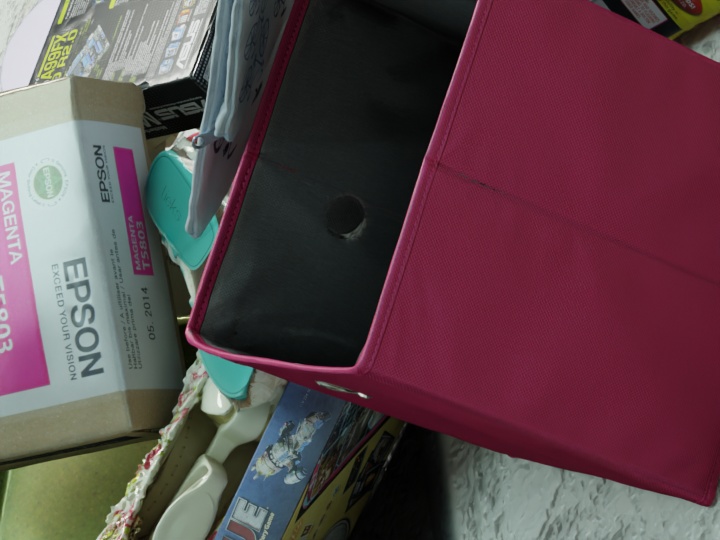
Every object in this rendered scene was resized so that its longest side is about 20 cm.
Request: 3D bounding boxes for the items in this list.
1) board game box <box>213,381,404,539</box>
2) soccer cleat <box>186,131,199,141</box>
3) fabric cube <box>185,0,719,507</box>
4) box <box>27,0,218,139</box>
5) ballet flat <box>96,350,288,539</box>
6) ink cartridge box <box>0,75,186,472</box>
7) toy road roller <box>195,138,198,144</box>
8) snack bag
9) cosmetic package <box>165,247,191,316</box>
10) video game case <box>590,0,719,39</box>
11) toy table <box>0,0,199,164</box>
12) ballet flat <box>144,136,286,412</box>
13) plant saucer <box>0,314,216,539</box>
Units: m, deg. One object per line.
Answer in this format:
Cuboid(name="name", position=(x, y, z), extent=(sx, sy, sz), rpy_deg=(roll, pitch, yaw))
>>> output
Cuboid(name="board game box", position=(-0.016, 0.091, 1.484), extent=(0.201, 0.034, 0.135), rpy_deg=(-64, -15, 8))
Cuboid(name="soccer cleat", position=(-0.129, 0.005, 1.825), extent=(0.076, 0.066, 0.201), rpy_deg=(-11, 64, 65))
Cuboid(name="fabric cube", position=(0.066, -0.019, 1.315), extent=(0.196, 0.199, 0.201), rpy_deg=(7, 77, 62))
Cuboid(name="box", position=(-0.108, -0.170, 1.633), extent=(0.160, 0.044, 0.201), rpy_deg=(-11, 53, 44))
Cuboid(name="ballet flat", position=(-0.075, 0.101, 1.471), extent=(0.201, 0.075, 0.064), rpy_deg=(-63, 13, -15))
Cuboid(name="ink cartridge box", position=(-0.191, 0.007, 1.544), extent=(0.164, 0.075, 0.201), rpy_deg=(-14, 81, 25))
Cuboid(name="toy road roller", position=(0.007, -0.094, 1.580), extent=(0.200, 0.123, 0.146), rpy_deg=(-35, 29, 42))
Cuboid(name="snack bag", position=(-0.040, -0.131, 1.406), extent=(0.200, 0.021, 0.189), rpy_deg=(104, -171, -51))
Cuboid(name="cosmetic package", position=(-0.112, 0.096, 1.677), extent=(0.071, 0.105, 0.201), rpy_deg=(-28, 48, 50))
Cuboid(name="video game case", position=(0.114, -0.204, 1.378), extent=(0.026, 0.200, 0.181), rpy_deg=(-48, 12, -35))
Cuboid(name="toy table", position=(-0.126, -0.108, 1.737), extent=(0.184, 0.117, 0.200), rpy_deg=(-55, 37, -4))
Cuboid(name="ballet flat", position=(-0.057, 0.000, 1.465), extent=(0.072, 0.071, 0.200), rpy_deg=(-55, 36, 26))
Cuboid(name="plant saucer", position=(-0.152, 0.132, 1.573), extent=(0.199, 0.048, 0.201), rpy_deg=(-8, 60, 27))
